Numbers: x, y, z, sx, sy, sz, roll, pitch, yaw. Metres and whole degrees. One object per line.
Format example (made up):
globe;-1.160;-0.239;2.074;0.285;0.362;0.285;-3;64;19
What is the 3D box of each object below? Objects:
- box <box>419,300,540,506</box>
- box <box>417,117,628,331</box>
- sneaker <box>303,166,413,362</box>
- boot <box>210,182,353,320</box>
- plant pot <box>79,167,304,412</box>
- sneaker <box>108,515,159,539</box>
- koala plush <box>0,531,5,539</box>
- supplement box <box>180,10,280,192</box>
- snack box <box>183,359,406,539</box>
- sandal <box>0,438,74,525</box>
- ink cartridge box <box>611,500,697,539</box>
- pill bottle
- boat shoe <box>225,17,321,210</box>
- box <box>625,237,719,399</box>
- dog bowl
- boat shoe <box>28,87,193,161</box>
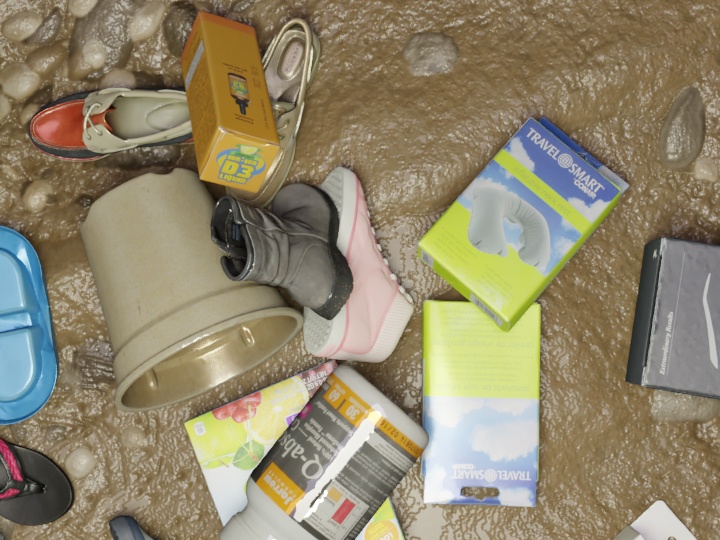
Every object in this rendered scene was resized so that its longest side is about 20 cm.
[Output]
box;0.121;0.133;1.331;0.120;0.048;0.203;1;86;2
box;0.165;-0.055;1.310;0.122;0.048;0.200;40;79;12
sneaker;0.000;0.000;1.338;0.104;0.075;0.203;16;63;-31
boot;-0.085;-0.044;1.263;0.131;0.201;0.070;25;111;-30
plant pot;-0.182;0.010;1.290;0.198;0.201;0.185;-26;76;0
sneaker;-0.172;0.316;1.331;0.082;0.070;0.201;-38;89;-17
koala plush;-0.433;0.314;1.265;0.175;0.200;0.186;18;87;3
supplement box;-0.130;-0.167;1.284;0.066;0.201;0.069;13;127;-25
snack box;-0.063;0.213;1.324;0.167;0.068;0.202;-23;88;-1
sandal;-0.386;0.198;1.347;0.198;0.045;0.076;32;88;3
ink cartridge box;0.267;0.338;1.305;0.200;0.068;0.115;-43;87;-1
pill bottle;-0.036;0.198;1.234;0.116;0.116;0.201;39;86;4
boat shoe;-0.092;-0.160;1.346;0.071;0.065;0.203;20;88;3
box;0.373;0.056;1.299;0.197;0.104;0.150;10;88;3
dog bowl;-0.368;0.056;1.353;0.110;0.050;0.203;-11;86;1
boat shoe;-0.249;-0.153;1.354;0.197;0.063;0.072;-3;89;3
